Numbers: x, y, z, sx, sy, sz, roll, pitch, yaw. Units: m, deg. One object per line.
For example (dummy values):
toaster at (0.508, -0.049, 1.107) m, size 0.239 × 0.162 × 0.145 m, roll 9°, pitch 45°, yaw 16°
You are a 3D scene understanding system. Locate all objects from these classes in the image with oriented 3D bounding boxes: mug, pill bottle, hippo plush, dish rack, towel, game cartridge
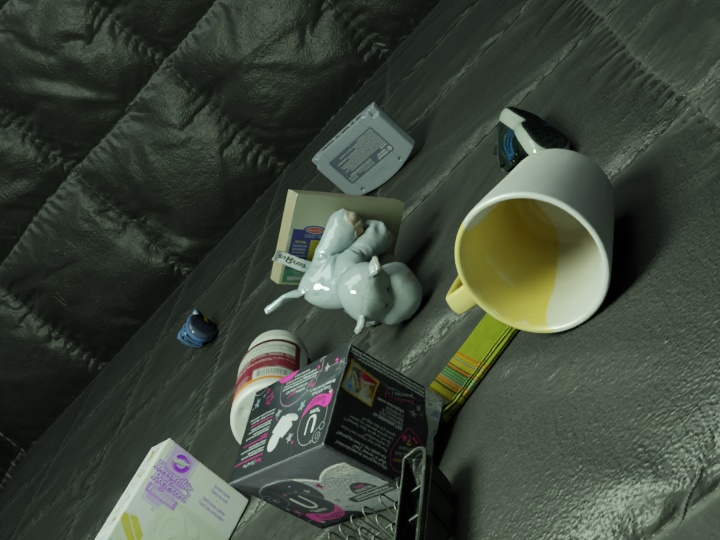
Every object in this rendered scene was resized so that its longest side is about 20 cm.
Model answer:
mug at (0.170, -0.044, 0.989) m, size 0.184 × 0.151 × 0.154 m, roll -1°, pitch 31°, yaw 27°
pill bottle at (-0.121, 0.166, 1.399) m, size 0.114 × 0.114 × 0.200 m, roll -46°, pitch 15°, yaw 13°
hippo plush at (0.000, 0.000, 1.338) m, size 0.160 × 0.197 × 0.162 m, roll 10°, pitch 91°, yaw 62°
dish rack at (0.004, 0.269, 0.892) m, size 0.200 × 0.054 × 0.154 m, roll -43°, pitch 15°, yaw 26°
towel at (0.134, 0.072, 1.070) m, size 0.201 × 0.018 × 0.086 m, roll -52°, pitch 15°, yaw -7°
game cartridge at (0.011, -0.229, 1.949) m, size 0.199 × 0.133 × 0.041 m, roll -35°, pitch 19°, yaw 40°

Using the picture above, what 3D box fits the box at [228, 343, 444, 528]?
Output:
box at (-0.027, 0.180, 1.032) m, size 0.199 × 0.131 × 0.116 m, roll -31°, pitch 35°, yaw 50°

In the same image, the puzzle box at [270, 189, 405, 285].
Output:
puzzle box at (-0.031, -0.045, 1.436) m, size 0.025 × 0.197 × 0.135 m, roll 31°, pitch 112°, yaw 49°

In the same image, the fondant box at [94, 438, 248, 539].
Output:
fondant box at (-0.253, 0.344, 1.289) m, size 0.058 × 0.144 × 0.201 m, roll -33°, pitch 22°, yaw 46°

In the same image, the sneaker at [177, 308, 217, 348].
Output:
sneaker at (-0.385, 0.148, 2.324) m, size 0.083 × 0.074 × 0.200 m, roll -51°, pitch 7°, yaw -1°

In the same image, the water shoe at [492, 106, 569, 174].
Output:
water shoe at (0.224, -0.157, 1.317) m, size 0.201 × 0.070 × 0.080 m, roll -97°, pitch 22°, yaw -69°
